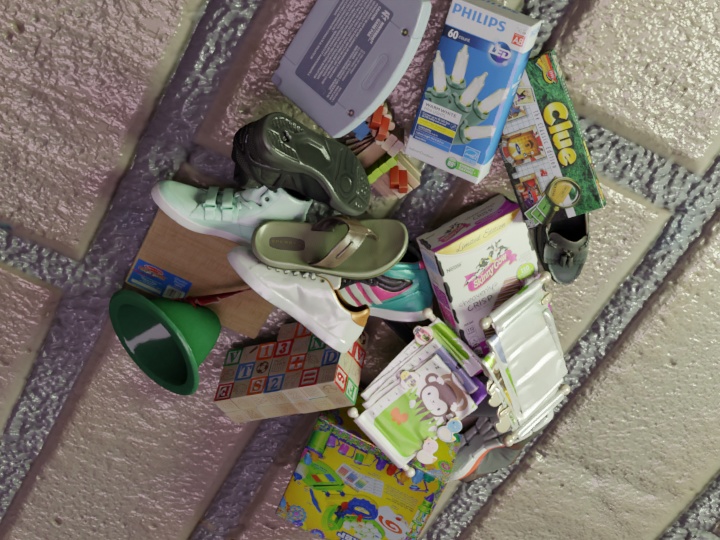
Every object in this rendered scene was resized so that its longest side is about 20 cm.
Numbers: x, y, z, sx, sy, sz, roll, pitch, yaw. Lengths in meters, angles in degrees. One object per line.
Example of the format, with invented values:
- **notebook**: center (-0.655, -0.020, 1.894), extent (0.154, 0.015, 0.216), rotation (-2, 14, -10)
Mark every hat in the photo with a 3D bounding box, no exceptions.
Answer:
- **hat**: center (-0.217, 0.059, 1.533), extent (0.199, 0.176, 0.166), rotation (27, 139, 30)

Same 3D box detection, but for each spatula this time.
- **spatula**: center (0.087, 0.114, 1.513), extent (0.200, 0.021, 0.057), rotation (46, 101, 21)

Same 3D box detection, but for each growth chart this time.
- **growth chart**: center (0.082, 0.167, 1.468), extent (0.144, 0.018, 0.200), rotation (38, 103, -3)
- **growth chart**: center (0.214, 0.120, 1.451), extent (0.144, 0.018, 0.201), rotation (-29, 117, -26)

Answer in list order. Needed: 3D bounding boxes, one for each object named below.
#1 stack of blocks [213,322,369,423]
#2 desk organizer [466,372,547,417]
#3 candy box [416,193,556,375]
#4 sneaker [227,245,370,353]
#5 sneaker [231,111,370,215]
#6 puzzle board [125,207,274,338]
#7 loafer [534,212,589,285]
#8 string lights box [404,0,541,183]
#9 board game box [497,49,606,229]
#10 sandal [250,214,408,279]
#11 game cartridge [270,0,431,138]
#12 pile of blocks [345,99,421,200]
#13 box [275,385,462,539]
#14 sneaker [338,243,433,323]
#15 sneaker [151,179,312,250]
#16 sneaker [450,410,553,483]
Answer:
- **stack of blocks**: center (-0.095, 0.135, 1.527), extent (0.199, 0.116, 0.059), rotation (-13, 136, 28)
- **desk organizer**: center (0.163, 0.156, 1.564), extent (0.198, 0.077, 0.072), rotation (0, 120, 1)
- **candy box**: center (0.169, 0.019, 1.467), extent (0.136, 0.061, 0.201), rotation (-28, 119, -11)
- **sneaker**: center (-0.075, 0.015, 1.428), extent (0.199, 0.073, 0.085), rotation (36, 101, -9)
- **sneaker**: center (-0.079, -0.125, 1.361), extent (0.114, 0.077, 0.199), rotation (-5, 157, 45)
- **puzzle board**: center (-0.202, -0.001, 1.508), extent (0.199, 0.017, 0.151), rotation (25, 124, -12)
- **loafer**: center (0.266, -0.062, 1.442), extent (0.071, 0.063, 0.201), rotation (-3, 120, 1)
- **string lights box**: center (0.133, -0.219, 1.333), extent (0.102, 0.059, 0.201), rotation (23, 117, 13)
- **board game box**: center (0.221, -0.158, 1.364), extent (0.104, 0.023, 0.201), rotation (-17, 101, 25)
- **sandal**: center (-0.036, -0.034, 1.387), extent (0.199, 0.080, 0.057), rotation (-1, 157, -10)
- **game cartridge**: center (-0.008, -0.264, 1.313), extent (0.133, 0.041, 0.200), rotation (44, 117, 14)
- **pile of blocks**: center (0.017, -0.168, 1.386), extent (0.081, 0.062, 0.201), rotation (-14, 119, 9)
- **box**: center (0.012, 0.295, 1.597), extent (0.199, 0.122, 0.193), rotation (26, 118, 3)
- **sneaker**: center (0.000, 0.000, 1.473), extent (0.198, 0.084, 0.122), rotation (4, 116, 5)
- **sneaker**: center (-0.160, -0.100, 1.422), extent (0.199, 0.074, 0.119), rotation (21, 121, -17)
- **sneaker**: center (0.208, 0.250, 1.634), extent (0.199, 0.077, 0.082), rotation (-35, 134, 25)
